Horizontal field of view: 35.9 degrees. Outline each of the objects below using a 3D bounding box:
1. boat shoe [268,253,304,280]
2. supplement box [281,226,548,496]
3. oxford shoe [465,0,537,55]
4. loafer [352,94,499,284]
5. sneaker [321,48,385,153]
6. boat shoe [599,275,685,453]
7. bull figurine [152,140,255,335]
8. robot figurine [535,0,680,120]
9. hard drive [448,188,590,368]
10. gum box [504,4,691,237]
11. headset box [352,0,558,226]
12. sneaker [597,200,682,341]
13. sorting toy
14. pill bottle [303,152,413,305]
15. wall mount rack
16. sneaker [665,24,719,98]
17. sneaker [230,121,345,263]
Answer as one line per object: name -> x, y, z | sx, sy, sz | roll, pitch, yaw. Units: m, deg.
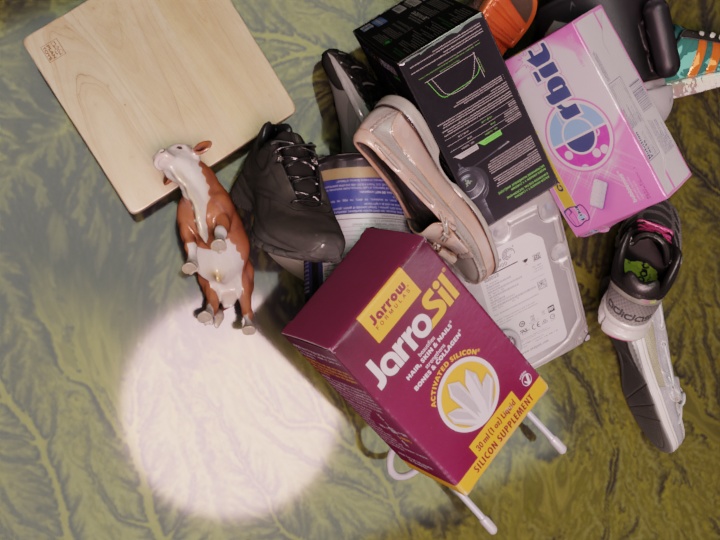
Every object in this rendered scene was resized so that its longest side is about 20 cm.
boat shoe -> 0.000, 0.000, 1.164 | 0.198, 0.074, 0.061 | 24, 78, -4
supplement box -> 0.050, 0.078, 0.979 | 0.131, 0.103, 0.200 | -49, 115, -15
oxford shoe -> 0.109, -0.229, 1.197 | 0.071, 0.073, 0.200 | 38, 100, -26
loafer -> 0.056, -0.062, 1.020 | 0.063, 0.072, 0.201 | -44, 114, -28
sneaker -> 0.000, -0.138, 1.167 | 0.079, 0.074, 0.202 | -24, 88, 25
boat shoe -> 0.322, 0.098, 1.222 | 0.064, 0.074, 0.204 | -16, 84, -10
bull figurine -> -0.146, -0.029, 1.083 | 0.064, 0.122, 0.201 | -14, 133, 6
robot figurine -> 0.253, -0.229, 1.161 | 0.123, 0.150, 0.202 | -15, 94, 4
hard drive -> 0.159, 0.018, 1.168 | 0.139, 0.038, 0.202 | -25, 119, -11
gum box -> 0.226, -0.140, 1.090 | 0.066, 0.113, 0.201 | -35, 97, -44
headset box -> 0.093, -0.156, 1.086 | 0.092, 0.174, 0.201 | -31, 116, -1
sneaker -> 0.308, -0.020, 1.177 | 0.073, 0.088, 0.201 | 23, 50, 8
sorting toy -> -0.202, -0.192, 1.133 | 0.198, 0.070, 0.201 | -33, 94, -9
pill bottle -> -0.001, -0.005, 1.072 | 0.110, 0.112, 0.203 | -1, 84, -10
wall mount rack -> 0.126, 0.167, 1.140 | 0.200, 0.074, 0.174 | -45, 134, -13
sneaker -> 0.380, -0.241, 1.238 | 0.198, 0.071, 0.081 | -16, 96, -9
sneaker -> -0.065, -0.073, 1.005 | 0.075, 0.200, 0.092 | 5, 116, -30
